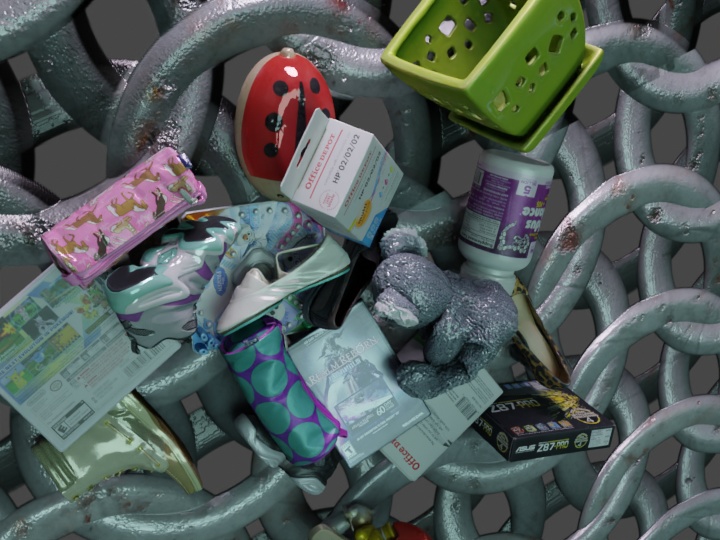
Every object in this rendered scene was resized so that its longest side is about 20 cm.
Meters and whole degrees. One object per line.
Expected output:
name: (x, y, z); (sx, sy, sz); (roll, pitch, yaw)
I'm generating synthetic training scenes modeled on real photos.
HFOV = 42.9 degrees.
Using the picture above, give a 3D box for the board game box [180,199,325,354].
board game box: (-0.135, 0.007, 1.240); (0.200, 0.026, 0.200); (-10, 113, -24)

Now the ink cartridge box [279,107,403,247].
ink cartridge box: (-0.019, -0.113, 1.158); (0.115, 0.068, 0.200); (-66, 160, -4)

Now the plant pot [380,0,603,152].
plant pot: (0.181, -0.277, 1.199); (0.199, 0.200, 0.181); (-52, 130, -1)

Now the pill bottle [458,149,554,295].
pill bottle: (0.206, -0.068, 1.337); (0.112, 0.112, 0.201); (4, 107, -28)

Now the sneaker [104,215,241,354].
sneaker: (-0.218, 0.027, 1.134); (0.200, 0.078, 0.140); (-36, 132, -35)

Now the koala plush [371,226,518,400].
koala plush: (0.092, 0.044, 1.243); (0.184, 0.178, 0.200); (-25, 127, 36)

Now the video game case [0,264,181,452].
video game case: (-0.357, 0.094, 1.134); (0.200, 0.022, 0.182); (-42, 107, -7)

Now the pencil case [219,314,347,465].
pencil case: (-0.103, 0.159, 1.224); (0.092, 0.085, 0.200); (-27, 107, 6)

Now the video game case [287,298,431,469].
video game case: (-0.007, 0.161, 1.301); (0.143, 0.019, 0.200); (-32, 102, -8)

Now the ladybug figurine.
ladybug figurine: (-0.089, -0.179, 1.164); (0.135, 0.072, 0.201); (-12, 114, -23)

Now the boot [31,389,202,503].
boot: (-0.317, 0.257, 1.214); (0.155, 0.072, 0.200); (-39, 115, -10)

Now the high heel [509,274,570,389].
high heel: (0.265, 0.086, 1.409); (0.071, 0.143, 0.200); (-29, 120, -15)

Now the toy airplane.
toy airplane: (-0.008, 0.436, 1.424); (0.199, 0.141, 0.200); (7, 143, -19)

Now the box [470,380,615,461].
box: (0.277, 0.236, 1.463); (0.200, 0.161, 0.049); (-2, 111, -26)

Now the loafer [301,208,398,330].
loafer: (0.000, 0.000, 1.267); (0.200, 0.063, 0.072); (-55, 132, -13)

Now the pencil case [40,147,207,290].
pencil case: (-0.280, -0.062, 1.089); (0.200, 0.086, 0.083); (-38, 106, -17)

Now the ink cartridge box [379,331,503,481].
ink cartridge box: (0.095, 0.197, 1.398); (0.200, 0.084, 0.146); (-43, 121, -6)

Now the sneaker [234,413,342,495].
sneaker: (-0.090, 0.236, 1.327); (0.114, 0.075, 0.200); (-47, 128, -6)

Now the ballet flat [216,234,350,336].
ballet flat: (-0.110, 0.014, 1.206); (0.200, 0.069, 0.070); (-28, 120, -10)
